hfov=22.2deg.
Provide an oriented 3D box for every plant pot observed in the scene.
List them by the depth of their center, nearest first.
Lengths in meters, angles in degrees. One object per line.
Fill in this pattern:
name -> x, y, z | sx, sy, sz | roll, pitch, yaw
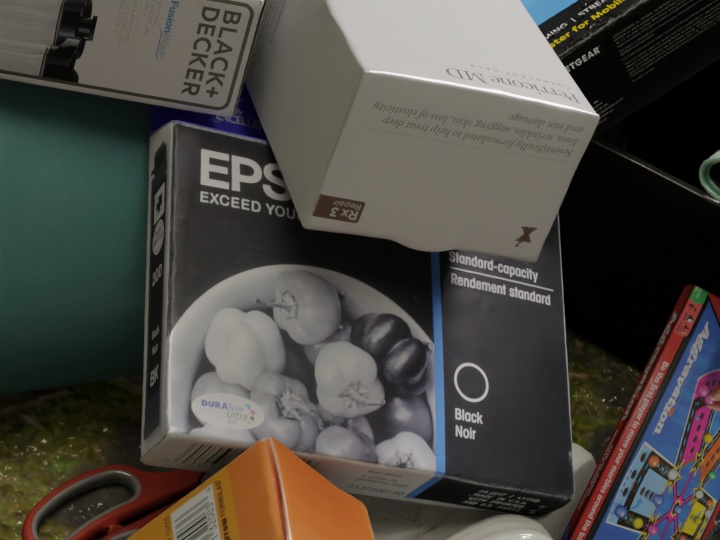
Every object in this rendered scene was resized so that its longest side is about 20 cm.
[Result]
plant pot -> -0.125, -0.039, 0.896 | 0.161, 0.201, 0.201 | -1, 53, -20
plant pot -> 0.211, -0.034, 0.970 | 0.200, 0.178, 0.200 | 29, 53, 12

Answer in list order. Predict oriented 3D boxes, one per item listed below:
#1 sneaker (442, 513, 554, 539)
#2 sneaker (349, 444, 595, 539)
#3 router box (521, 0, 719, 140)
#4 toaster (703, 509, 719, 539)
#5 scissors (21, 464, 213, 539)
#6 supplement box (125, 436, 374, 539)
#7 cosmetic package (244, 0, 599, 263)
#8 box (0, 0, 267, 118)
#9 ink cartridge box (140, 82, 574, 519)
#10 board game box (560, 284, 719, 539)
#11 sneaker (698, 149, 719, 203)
sneaker -> 0.013, 0.178, 0.767 | 0.200, 0.075, 0.088 | -32, 32, -10
sneaker -> 0.019, 0.119, 0.874 | 0.200, 0.075, 0.088 | -24, 49, -26
router box -> 0.145, -0.150, 0.886 | 0.200, 0.051, 0.149 | -33, 29, -6
toaster -> 0.204, 0.198, 0.801 | 0.200, 0.114, 0.129 | 45, 86, -4
scissors -> -0.072, 0.098, 0.911 | 0.200, 0.014, 0.073 | -32, 63, -29
supplement box -> -0.087, 0.156, 0.749 | 0.067, 0.200, 0.069 | 40, 24, -35
cosmetic package -> 0.013, -0.095, 0.814 | 0.113, 0.081, 0.200 | 7, 32, -25
box -> -0.147, -0.133, 0.793 | 0.200, 0.060, 0.117 | 8, 32, -16
ink cartridge box -> 0.000, 0.000, 0.813 | 0.198, 0.043, 0.200 | 11, 61, -26
board game box -> 0.155, 0.119, 0.861 | 0.103, 0.019, 0.200 | 27, 85, -6
sneaker -> 0.206, -0.077, 0.839 | 0.118, 0.074, 0.201 | 1, 55, -19
